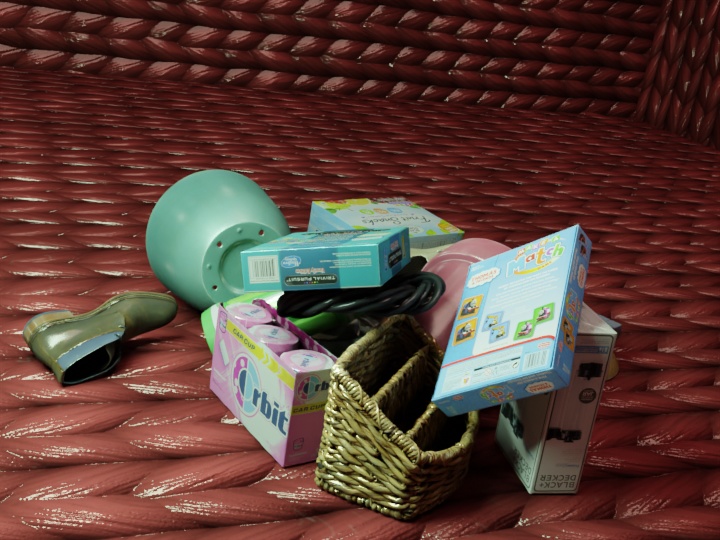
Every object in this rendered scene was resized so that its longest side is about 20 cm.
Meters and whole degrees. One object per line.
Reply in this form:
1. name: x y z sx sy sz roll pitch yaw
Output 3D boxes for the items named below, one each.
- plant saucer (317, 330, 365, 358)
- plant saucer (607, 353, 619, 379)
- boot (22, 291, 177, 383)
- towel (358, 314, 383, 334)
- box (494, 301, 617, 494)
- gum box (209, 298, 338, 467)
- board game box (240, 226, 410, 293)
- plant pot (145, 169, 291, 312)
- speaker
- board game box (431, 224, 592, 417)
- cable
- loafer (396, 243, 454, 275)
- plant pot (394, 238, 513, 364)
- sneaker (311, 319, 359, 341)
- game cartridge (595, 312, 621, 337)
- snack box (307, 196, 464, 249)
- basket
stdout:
1. plant saucer: -0.047 0.079 1.336 0.199 0.028 0.200 7 20 -3
2. plant saucer: 0.292 0.107 1.393 0.199 0.036 0.200 8 20 -3
3. boot: -0.306 0.088 1.156 0.199 0.075 0.097 -14 41 -33
4. towel: 0.055 0.046 1.385 0.199 0.032 0.191 -6 25 -33
5. box: 0.214 0.135 1.041 0.060 0.201 0.117 2 23 -15
6. gum box: -0.103 0.121 1.067 0.066 0.114 0.200 -5 24 -35
7. board game box: -0.032 -0.015 1.062 0.150 0.047 0.200 -3 7 13
8. plant pot: -0.182 -0.025 1.283 0.199 0.202 0.161 -1 17 -25
9. speaker: -0.098 0.054 1.189 0.199 0.089 0.089 -20 22 0
10. board game box: 0.164 0.052 0.992 0.151 0.037 0.201 -22 35 39
11. cable: -0.002 0.034 1.060 0.199 0.051 0.163 -7 9 -34
12. loafer: 0.111 0.004 1.381 0.198 0.076 0.068 -1 22 -8
13. plant pot: 0.124 0.083 1.189 0.199 0.201 0.179 23 40 35
14. sneaker: -0.061 0.033 1.288 0.077 0.087 0.200 -3 23 -30
15. game cartridge: 0.279 0.084 1.351 0.129 0.039 0.199 21 23 40
16. snack box: 0.041 -0.060 1.517 0.199 0.068 0.168 -7 29 -38
17. basket: 0.057 0.152 1.003 0.142 0.150 0.200 17 20 20
